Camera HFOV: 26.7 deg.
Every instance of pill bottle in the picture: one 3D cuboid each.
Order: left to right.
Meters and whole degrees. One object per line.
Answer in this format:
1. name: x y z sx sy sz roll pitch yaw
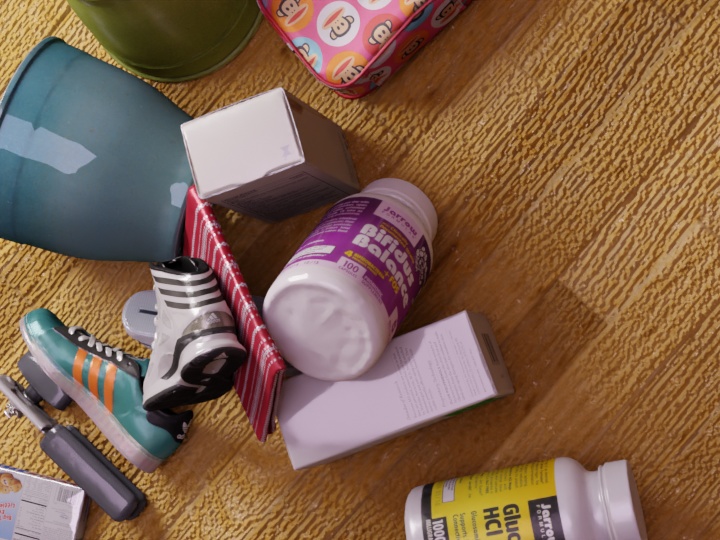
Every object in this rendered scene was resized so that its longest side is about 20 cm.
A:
1. pill bottle: 0.000 0.000 1.348 0.112 0.200 0.113 12 126 17
2. pill bottle: 0.147 0.228 1.338 0.199 0.112 0.113 -14 82 13

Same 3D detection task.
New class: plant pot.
1. plant pot: -0.235 -0.094 1.434 0.187 0.200 0.201 20 91 3
2. plant pot: -0.208 -0.297 1.436 0.199 0.193 0.202 -1 85 14

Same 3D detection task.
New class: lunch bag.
1. lunch bag: 0.001 -0.282 1.437 0.200 0.082 0.176 -41 76 9

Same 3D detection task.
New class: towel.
1. towel: -0.114 0.037 1.347 0.022 0.145 0.201 -18 63 -19

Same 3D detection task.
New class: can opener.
1. can opener: -0.283 0.163 1.488 0.066 0.053 0.200 -46 76 6

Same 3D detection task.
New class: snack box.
1. snack box: -0.368 0.231 1.519 0.199 0.024 0.072 12 89 15

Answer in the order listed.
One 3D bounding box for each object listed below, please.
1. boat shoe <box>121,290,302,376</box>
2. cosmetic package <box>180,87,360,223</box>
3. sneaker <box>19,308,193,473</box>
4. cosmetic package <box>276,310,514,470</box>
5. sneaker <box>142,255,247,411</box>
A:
1. boat shoe: -0.128 0.062 1.451 0.199 0.067 0.074 15 68 15
2. cosmetic package: -0.078 -0.101 1.380 0.105 0.200 0.072 -19 81 10
3. sneaker: -0.244 0.100 1.478 0.080 0.071 0.200 -45 84 6
4. cosmetic package: 0.028 0.109 1.383 0.199 0.108 0.085 -23 81 13
5. sneaker: -0.157 0.052 1.367 0.075 0.200 0.116 -7 72 -25
